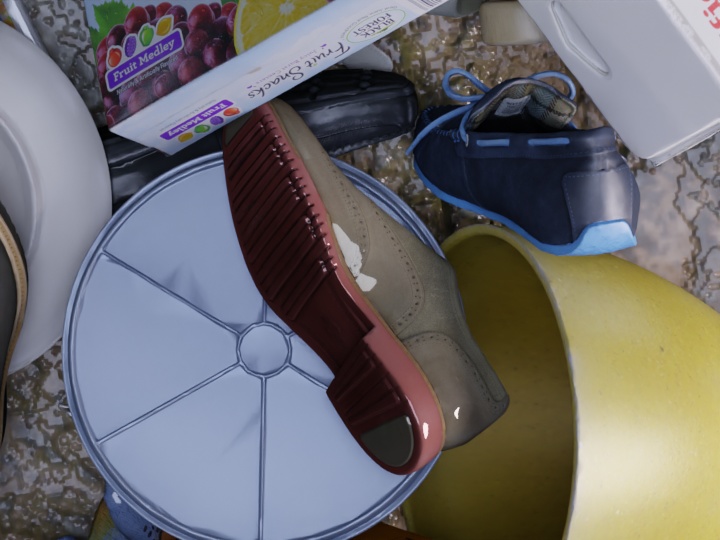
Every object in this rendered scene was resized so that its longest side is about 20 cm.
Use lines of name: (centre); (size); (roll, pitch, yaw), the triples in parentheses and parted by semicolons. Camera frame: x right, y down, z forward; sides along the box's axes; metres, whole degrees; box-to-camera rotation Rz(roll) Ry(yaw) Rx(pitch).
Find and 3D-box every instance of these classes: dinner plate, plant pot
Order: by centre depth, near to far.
plant pot: (0.121, 0.077, 1.432); (0.141, 0.200, 0.201); (0, 98, -24)
dinner plate: (-0.223, -0.035, 1.449); (0.199, 0.024, 0.202); (2, 103, 9)

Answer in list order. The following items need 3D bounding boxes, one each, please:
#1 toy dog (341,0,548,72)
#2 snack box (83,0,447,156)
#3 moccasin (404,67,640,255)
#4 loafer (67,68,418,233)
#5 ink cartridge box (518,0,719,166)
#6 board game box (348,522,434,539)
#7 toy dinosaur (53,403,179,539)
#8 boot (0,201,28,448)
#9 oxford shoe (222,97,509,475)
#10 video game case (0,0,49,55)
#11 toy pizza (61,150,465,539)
toy dog: (0.022, -0.158, 1.453); (0.199, 0.096, 0.133); (16, 100, 13)
snack box: (-0.042, -0.162, 1.360); (0.199, 0.053, 0.143); (-27, 60, 27)
moccasin: (0.085, -0.063, 1.401); (0.080, 0.200, 0.069); (-11, 108, -24)
loafer: (-0.064, -0.052, 1.466); (0.199, 0.068, 0.071); (-15, 105, 7)
ink cartridge box: (0.173, -0.168, 1.390); (0.200, 0.085, 0.146); (-42, 97, -32)
board game box: (-0.038, 0.247, 1.389); (0.199, 0.200, 0.201); (-15, 104, -31)
toy dinosaur: (-0.118, 0.150, 1.471); (0.199, 0.105, 0.183); (-8, 100, -1)
boot: (-0.204, 0.062, 1.386); (0.077, 0.139, 0.201); (0, 126, 3)
oxford shoe: (0.000, 0.000, 1.384); (0.075, 0.070, 0.201); (-20, 77, -34)
video game case: (-0.281, -0.133, 1.476); (0.199, 0.024, 0.183); (-26, 97, 2)
toy pizza: (-0.047, 0.040, 1.419); (0.199, 0.032, 0.202); (0, 85, 1)
